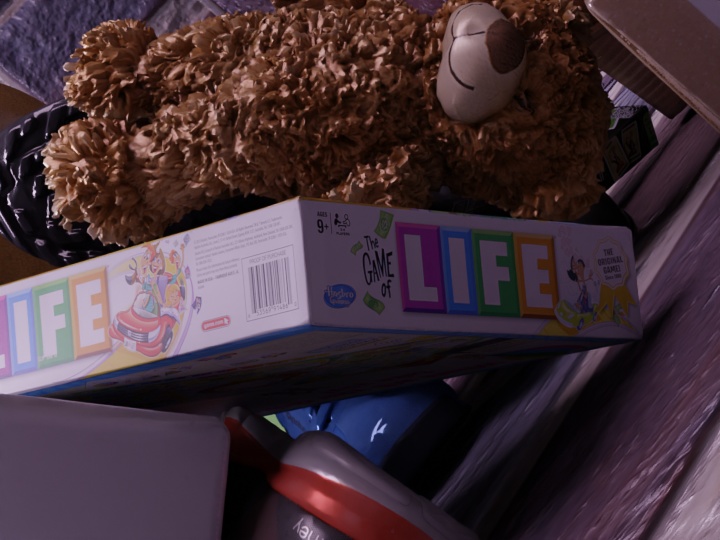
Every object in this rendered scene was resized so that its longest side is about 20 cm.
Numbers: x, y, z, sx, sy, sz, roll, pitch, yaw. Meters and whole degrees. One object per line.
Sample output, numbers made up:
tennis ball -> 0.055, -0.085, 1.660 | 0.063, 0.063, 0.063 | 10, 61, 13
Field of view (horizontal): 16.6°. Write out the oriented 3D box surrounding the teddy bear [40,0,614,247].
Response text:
teddy bear -> -0.014, -0.060, 0.856 | 0.145, 0.199, 0.067 | -60, -29, -42

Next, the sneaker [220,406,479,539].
sneaker -> -0.027, 0.093, 0.740 | 0.082, 0.077, 0.200 | -57, 3, -9

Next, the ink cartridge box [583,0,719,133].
ink cartridge box -> 0.163, -0.144, 0.826 | 0.200, 0.075, 0.165 | -49, 2, 9

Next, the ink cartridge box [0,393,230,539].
ink cartridge box -> -0.100, 0.123, 0.754 | 0.200, 0.083, 0.147 | 138, 138, -74

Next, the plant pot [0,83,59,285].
plant pot -> -0.184, 0.016, 1.002 | 0.200, 0.200, 0.027 | -50, -16, 3

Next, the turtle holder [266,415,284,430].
turtle holder -> -0.043, 0.048, 1.183 | 0.132, 0.141, 0.186 | -25, -61, -60

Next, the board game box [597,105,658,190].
board game box -> 0.023, -0.012, 0.962 | 0.105, 0.024, 0.200 | -2, 27, 40

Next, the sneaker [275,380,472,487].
sneaker -> -0.008, 0.050, 0.950 | 0.066, 0.078, 0.200 | -48, 4, 1

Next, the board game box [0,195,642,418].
board game box -> -0.036, 0.018, 0.738 | 0.134, 0.034, 0.200 | 4, -13, -45

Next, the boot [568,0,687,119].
boot -> 0.127, -0.179, 0.977 | 0.200, 0.155, 0.077 | -48, 3, 20

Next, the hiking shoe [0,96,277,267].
hiking shoe -> -0.048, -0.045, 0.968 | 0.199, 0.076, 0.101 | -9, 6, 9

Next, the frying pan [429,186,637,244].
frying pan -> 0.010, -0.007, 0.900 | 0.190, 0.031, 0.115 | -1, 25, 34
